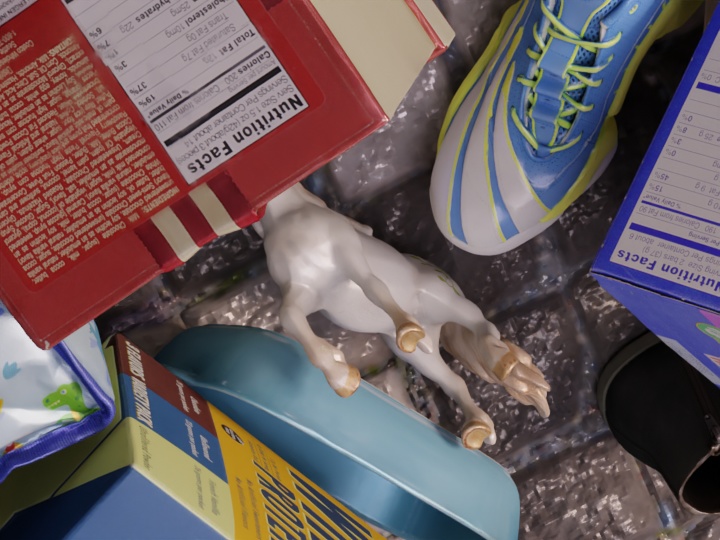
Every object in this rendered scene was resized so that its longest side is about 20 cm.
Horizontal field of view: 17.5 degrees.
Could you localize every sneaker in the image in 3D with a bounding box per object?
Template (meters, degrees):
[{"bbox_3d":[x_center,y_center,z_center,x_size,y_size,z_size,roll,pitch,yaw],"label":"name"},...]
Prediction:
[{"bbox_3d":[0.084,-0.101,0.993,0.200,0.076,0.105,-58,160,3],"label":"sneaker"},{"bbox_3d":[0.215,0.039,1.102,0.200,0.106,0.075,-38,120,3],"label":"sneaker"}]

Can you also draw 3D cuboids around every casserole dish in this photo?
[{"bbox_3d":[-0.009,0.075,1.050,0.200,0.121,0.039,33,75,-26],"label":"casserole dish"}]

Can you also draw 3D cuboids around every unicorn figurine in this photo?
[{"bbox_3d":[0.000,0.000,1.017,0.074,0.138,0.200,-36,137,4],"label":"unicorn figurine"}]

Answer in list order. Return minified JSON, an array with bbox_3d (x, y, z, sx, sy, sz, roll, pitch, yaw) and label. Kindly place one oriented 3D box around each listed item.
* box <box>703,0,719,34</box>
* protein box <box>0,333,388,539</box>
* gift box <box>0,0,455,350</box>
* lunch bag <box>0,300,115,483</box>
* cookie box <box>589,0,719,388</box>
[{"bbox_3d":[0.208,-0.154,1.019,0.163,0.021,0.201,-22,123,-40],"label":"box"},{"bbox_3d":[-0.084,0.177,0.962,0.200,0.135,0.199,39,100,-20],"label":"protein box"},{"bbox_3d":[-0.082,-0.113,0.876,0.184,0.187,0.200,-28,99,16],"label":"gift box"},{"bbox_3d":[-0.201,-0.019,0.907,0.127,0.170,0.200,-33,121,1],"label":"lunch bag"},{"bbox_3d":[0.202,-0.044,0.981,0.171,0.075,0.201,36,77,-49],"label":"cookie box"}]
